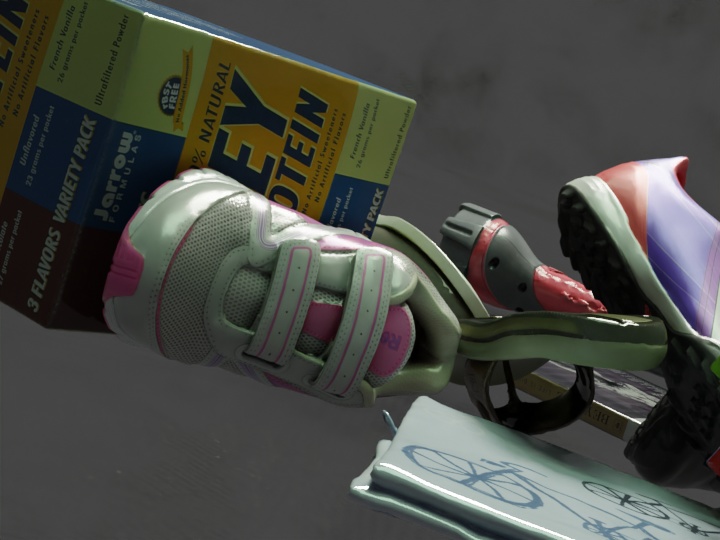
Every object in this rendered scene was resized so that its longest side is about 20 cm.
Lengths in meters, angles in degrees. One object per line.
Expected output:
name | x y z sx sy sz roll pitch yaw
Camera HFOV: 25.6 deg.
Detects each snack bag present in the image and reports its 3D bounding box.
snack bag | 0.091 0.097 0.599 0.186 0.022 0.200 21 5 4

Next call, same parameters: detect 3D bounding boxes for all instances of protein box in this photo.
protein box | -0.120 -0.063 0.763 0.197 0.137 0.199 25 9 35

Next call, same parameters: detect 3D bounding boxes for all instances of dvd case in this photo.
dvd case | 0.123 0.063 0.925 0.199 0.016 0.148 24 9 36

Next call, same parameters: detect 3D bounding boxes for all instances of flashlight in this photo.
flashlight | 0.150 0.014 1.137 0.198 0.069 0.068 22 7 25

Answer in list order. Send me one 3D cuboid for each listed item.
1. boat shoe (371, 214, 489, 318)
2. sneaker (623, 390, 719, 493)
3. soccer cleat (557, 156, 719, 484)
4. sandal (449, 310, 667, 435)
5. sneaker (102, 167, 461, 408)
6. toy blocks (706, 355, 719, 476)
boat shoe | 0.001 0.002 0.890 0.201 0.060 0.073 35 -23 52
sneaker | 0.211 0.084 0.789 0.198 0.076 0.091 -5 48 -43
soccer cleat | 0.163 0.025 0.712 0.072 0.069 0.201 -22 54 -12
sandal | 0.078 0.049 0.739 0.079 0.058 0.201 -2 -3 -13
sneaker | -0.023 0.012 0.680 0.088 0.082 0.199 23 9 38
toy blocks | 0.201 0.095 0.552 0.200 0.100 0.136 45 17 13
